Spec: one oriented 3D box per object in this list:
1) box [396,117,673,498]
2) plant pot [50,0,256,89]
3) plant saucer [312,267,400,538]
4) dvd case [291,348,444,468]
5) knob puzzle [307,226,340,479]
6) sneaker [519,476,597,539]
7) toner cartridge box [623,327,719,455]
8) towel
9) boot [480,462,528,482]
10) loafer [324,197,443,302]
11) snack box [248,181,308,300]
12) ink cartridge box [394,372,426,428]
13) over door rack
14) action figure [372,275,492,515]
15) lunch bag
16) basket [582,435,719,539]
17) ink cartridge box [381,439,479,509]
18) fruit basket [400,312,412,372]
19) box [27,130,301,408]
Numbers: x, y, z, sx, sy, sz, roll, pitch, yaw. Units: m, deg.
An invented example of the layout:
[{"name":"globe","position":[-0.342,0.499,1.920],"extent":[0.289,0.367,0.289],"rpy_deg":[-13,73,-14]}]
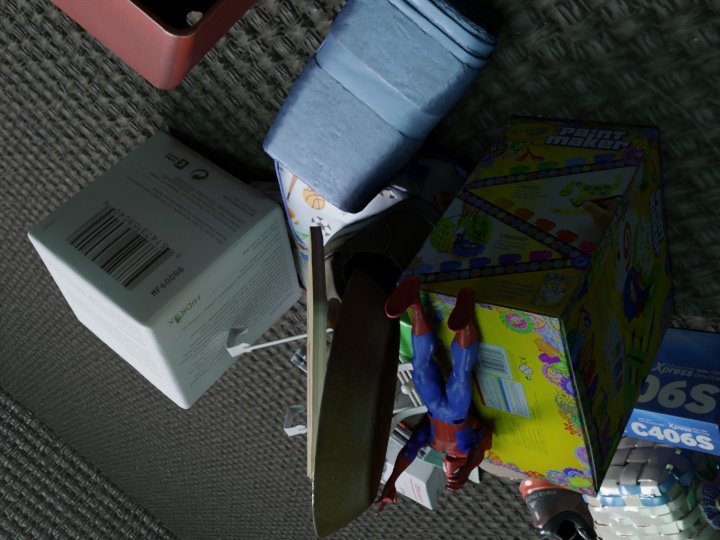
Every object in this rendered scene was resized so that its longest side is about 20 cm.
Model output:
[{"name":"box","position":[0.147,0.024,0.648],"extent":[0.121,0.193,0.201],"rpy_deg":[12,140,34]},{"name":"plant pot","position":[-0.145,-0.249,0.602],"extent":[0.200,0.200,0.176],"rpy_deg":[39,160,-4]},{"name":"plant saucer","position":[0.003,0.100,0.636],"extent":[0.035,0.201,0.201],"rpy_deg":[7,143,7]},{"name":"dvd case","position":[0.022,0.167,1.002],"extent":[0.200,0.022,0.146],"rpy_deg":[35,177,26]},{"name":"knob puzzle","position":[-0.025,0.059,0.654],"extent":[0.030,0.221,0.220],"rpy_deg":[1,145,-4]},{"name":"sneaker","position":[0.254,0.278,0.923],"extent":[0.199,0.082,0.077],"rpy_deg":[19,140,-26]},{"name":"toner cartridge box","position":[0.232,0.094,0.750],"extent":[0.199,0.095,0.043],"rpy_deg":[5,136,41]},{"name":"towel","position":[0.012,-0.141,0.658],"extent":[0.112,0.049,0.200],"rpy_deg":[41,127,-1]},{"name":"boot","position":[0.177,0.158,0.887],"extent":[0.199,0.071,0.146],"rpy_deg":[-20,137,33]},{"name":"loafer","position":[0.000,0.000,0.743],"extent":[0.075,0.070,0.200],"rpy_deg":[45,146,-5]},{"name":"snack box","position":[-0.060,-0.016,0.967],"extent":[0.072,0.024,0.201],"rpy_deg":[7,138,42]},{"name":"ink cartridge box","position":[0.056,0.149,1.025],"extent":[0.162,0.050,0.200],"rpy_deg":[35,-179,2]},{"name":"over door rack","position":[-0.031,0.122,0.871],"extent":[0.199,0.067,0.148],"rpy_deg":[-7,129,30]},{"name":"action figure","position":[0.048,0.107,0.579],"extent":[0.065,0.099,0.201],"rpy_deg":[14,145,25]},{"name":"lunch bag","position":[0.019,-0.058,0.787],"extent":[0.199,0.076,0.161],"rpy_deg":[22,143,25]},{"name":"basket","position":[0.306,0.239,0.788],"extent":[0.139,0.176,0.201],"rpy_deg":[-15,111,48]},{"name":"ink cartridge box","position":[0.057,0.253,1.150],"extent":[0.199,0.068,0.116],"rpy_deg":[22,155,23]},{"name":"fruit basket","position":[0.079,0.074,0.910],"extent":[0.184,0.094,0.200],"rpy_deg":[26,163,20]},{"name":"box","position":[-0.206,-0.003,0.937],"extent":[0.199,0.200,0.172],"rpy_deg":[32,151,26]}]
